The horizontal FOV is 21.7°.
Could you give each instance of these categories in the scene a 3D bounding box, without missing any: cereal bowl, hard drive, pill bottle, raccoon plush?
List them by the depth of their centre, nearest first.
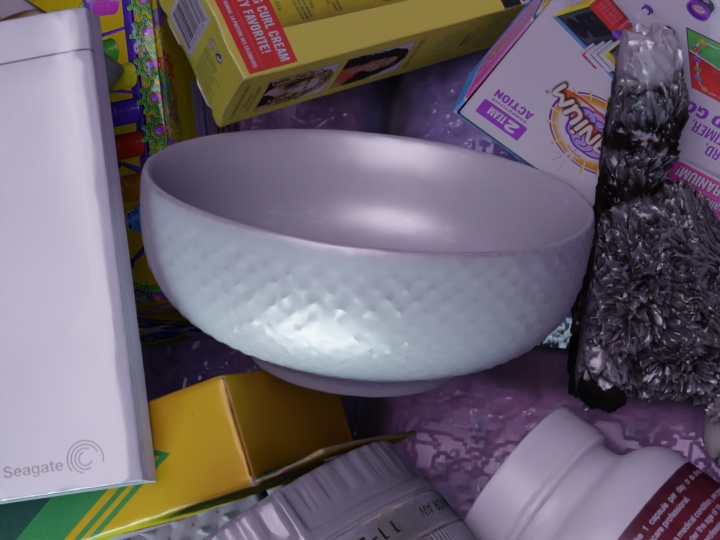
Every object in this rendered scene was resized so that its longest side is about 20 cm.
[{"bbox_3d":[-0.163,-0.001,0.797,0.131,0.027,0.201,-9,83,9],"label":"hard drive"},{"bbox_3d":[0.000,0.000,0.832,0.199,0.200,0.084,12,109,16],"label":"cereal bowl"},{"bbox_3d":[0.168,0.000,0.838,0.133,0.097,0.201,7,125,2],"label":"raccoon plush"},{"bbox_3d":[0.147,0.154,0.850,0.200,0.113,0.113,37,91,17],"label":"pill bottle"}]

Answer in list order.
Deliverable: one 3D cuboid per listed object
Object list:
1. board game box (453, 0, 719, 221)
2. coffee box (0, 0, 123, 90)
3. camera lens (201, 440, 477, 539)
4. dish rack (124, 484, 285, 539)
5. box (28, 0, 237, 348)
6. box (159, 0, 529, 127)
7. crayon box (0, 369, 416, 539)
[{"bbox_3d":[0.160,-0.104,0.848,0.153,0.040,0.200,35,125,-8],"label":"board game box"},{"bbox_3d":[-0.218,-0.048,0.867,0.113,0.080,0.200,35,91,14],"label":"coffee box"},{"bbox_3d":[0.008,0.196,0.811,0.160,0.160,0.200,-36,77,6],"label":"camera lens"},{"bbox_3d":[-0.091,0.179,0.943,0.171,0.044,0.201,-30,75,9],"label":"dish rack"},{"bbox_3d":[-0.168,-0.059,0.961,0.192,0.122,0.201,-9,79,12],"label":"box"},{"bbox_3d":[0.008,-0.134,0.911,0.199,0.050,0.076,-18,74,-27],"label":"box"},{"bbox_3d":[-0.088,0.088,0.855,0.199,0.127,0.051,-20,83,18],"label":"crayon box"}]
